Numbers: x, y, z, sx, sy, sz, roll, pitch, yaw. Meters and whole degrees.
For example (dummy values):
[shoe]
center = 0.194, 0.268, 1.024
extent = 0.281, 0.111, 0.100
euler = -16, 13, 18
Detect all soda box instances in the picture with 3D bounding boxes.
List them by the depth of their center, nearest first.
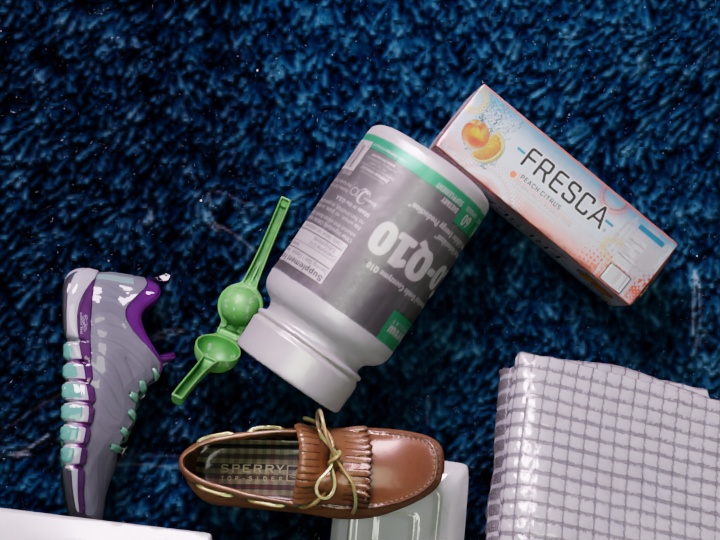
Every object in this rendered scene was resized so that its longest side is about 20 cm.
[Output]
[soda box]
center = 0.149, -0.057, 1.135
extent = 0.200, 0.068, 0.064
euler = 40, 86, -3

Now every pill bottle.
[pill bottle]
center = 0.000, 0.000, 1.101
extent = 0.113, 0.113, 0.200
euler = 34, 87, -2

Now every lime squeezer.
[lime squeezer]
center = -0.103, 0.033, 1.120
extent = 0.038, 0.071, 0.200
euler = 14, 56, 19

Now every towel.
[towel]
center = 0.198, 0.163, 1.106
extent = 0.199, 0.086, 0.166
euler = 13, 63, -8

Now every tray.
[tray]
center = 0.023, 0.245, 1.123
extent = 0.107, 0.022, 0.201
euler = 5, 91, 13

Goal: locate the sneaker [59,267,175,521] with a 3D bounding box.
[sneaker]
center = -0.186, 0.098, 1.107
extent = 0.087, 0.074, 0.201
euler = 0, 88, -9

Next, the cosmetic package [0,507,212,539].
[cosmetic package]
center = -0.215, 0.248, 1.068
extent = 0.199, 0.081, 0.113
euler = 7, 52, 3

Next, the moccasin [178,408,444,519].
[moccasin]
center = -0.037, 0.145, 1.088
extent = 0.200, 0.078, 0.074
euler = 4, 75, 13
